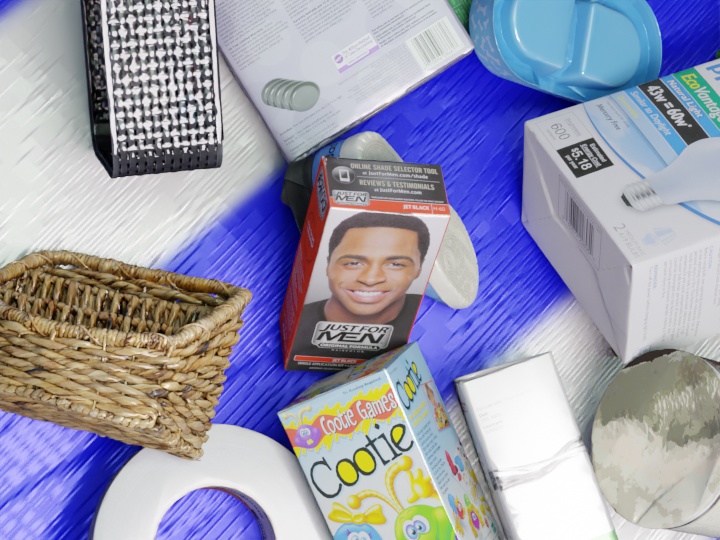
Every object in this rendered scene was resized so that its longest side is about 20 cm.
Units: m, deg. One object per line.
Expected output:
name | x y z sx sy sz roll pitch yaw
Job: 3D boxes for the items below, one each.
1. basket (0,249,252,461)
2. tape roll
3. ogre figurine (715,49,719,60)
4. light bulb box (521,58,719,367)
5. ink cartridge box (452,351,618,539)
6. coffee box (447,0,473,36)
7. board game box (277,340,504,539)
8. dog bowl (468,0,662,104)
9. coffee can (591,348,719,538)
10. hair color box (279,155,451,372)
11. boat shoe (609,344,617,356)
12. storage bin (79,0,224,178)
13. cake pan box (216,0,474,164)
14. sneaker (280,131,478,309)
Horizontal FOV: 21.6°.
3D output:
basket | -0.209 0.047 1.479 0.199 0.143 0.150 12 77 20
tape roll | -0.123 0.228 1.544 0.199 0.066 0.202 2 80 -13
ogre figurine | 0.403 -0.213 1.708 0.200 0.120 0.098 -40 96 -14
light bulb box | 0.268 -0.053 1.605 0.199 0.125 0.199 -19 48 -15
ink cartridge box | 0.148 0.172 1.569 0.084 0.146 0.201 -19 87 -1
coffee box | 0.117 -0.288 1.690 0.199 0.044 0.123 -33 90 -15
board game box | 0.030 0.177 1.540 0.103 0.105 0.201 -23 94 19
dog bowl | 0.178 -0.204 1.655 0.199 0.049 0.112 14 83 -35
coffee can | 0.311 0.153 1.575 0.199 0.146 0.147 15 77 -41
hair color box | 0.000 0.000 1.540 0.101 0.201 0.062 3 47 -12
boat shoe | 0.296 0.002 1.677 0.199 0.072 0.065 -30 90 -10
storage bin | -0.172 -0.186 1.532 0.093 0.135 0.201 -7 106 -14
cake pan box | -0.025 -0.218 1.620 0.199 0.052 0.185 -33 92 0
sneaker | 0.012 -0.032 1.619 0.200 0.111 0.077 46 43 -36
